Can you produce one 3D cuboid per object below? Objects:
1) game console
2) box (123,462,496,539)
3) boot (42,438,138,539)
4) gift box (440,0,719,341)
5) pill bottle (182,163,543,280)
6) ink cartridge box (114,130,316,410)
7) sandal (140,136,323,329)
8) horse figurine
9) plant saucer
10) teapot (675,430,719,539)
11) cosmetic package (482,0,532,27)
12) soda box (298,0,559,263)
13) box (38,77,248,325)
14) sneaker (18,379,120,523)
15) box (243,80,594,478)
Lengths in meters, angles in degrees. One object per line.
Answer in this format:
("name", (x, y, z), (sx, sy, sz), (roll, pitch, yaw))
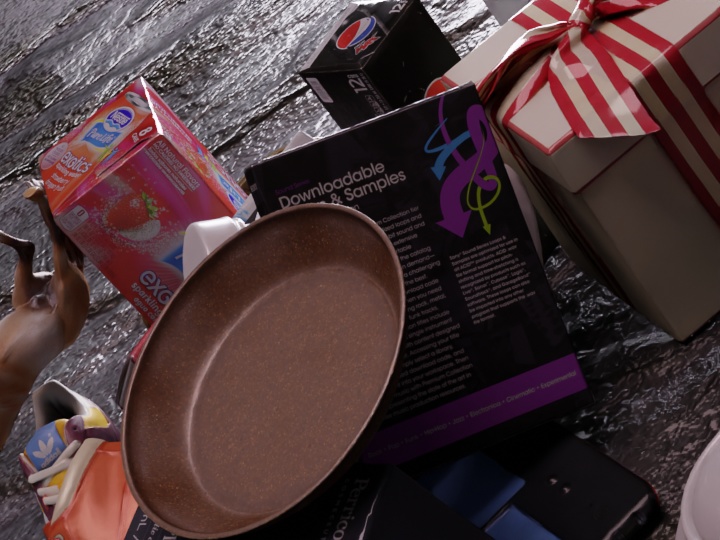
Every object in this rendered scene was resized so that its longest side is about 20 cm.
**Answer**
("game console", (0.056, 0.166, 1.600), (0.200, 0.031, 0.177), (-44, 29, -9))
("box", (-0.048, 0.214, 1.524), (0.200, 0.117, 0.197), (-4, 56, 45))
("boot", (-0.143, 0.189, 1.660), (0.107, 0.075, 0.201), (6, 63, 15))
("gift box", (0.183, -0.095, 1.670), (0.184, 0.187, 0.200), (-42, 28, -9))
("pill bottle", (0.000, 0.000, 1.674), (0.199, 0.111, 0.111), (-7, 24, -16))
("ink cartridge box", (-0.037, 0.034, 1.760), (0.200, 0.146, 0.083), (-55, -7, -27))
("sandal", (-0.074, -0.025, 1.988), (0.200, 0.080, 0.054), (-40, 7, 5))
("horse figurine", (-0.229, 0.032, 1.855), (0.050, 0.133, 0.200), (7, 51, 33))
("plant saucer", (-0.045, 0.059, 1.519), (0.200, 0.037, 0.201), (-24, 48, 30))
("teapot", (0.228, 0.118, 1.358), (0.197, 0.146, 0.200), (-31, 29, 12))
("cosmetic package", (0.208, -0.236, 1.911), (0.199, 0.123, 0.200), (-49, 30, -20))
("soda box", (0.050, -0.078, 1.778), (0.063, 0.200, 0.071), (1, 47, 48))
("box", (-0.115, -0.016, 1.876), (0.095, 0.200, 0.100), (-37, 28, 7))
("sneaker", (-0.186, 0.150, 1.831), (0.075, 0.090, 0.200), (-35, 28, 7))
("box", (0.033, 0.009, 1.606), (0.143, 0.201, 0.036), (-21, 2, -14))
